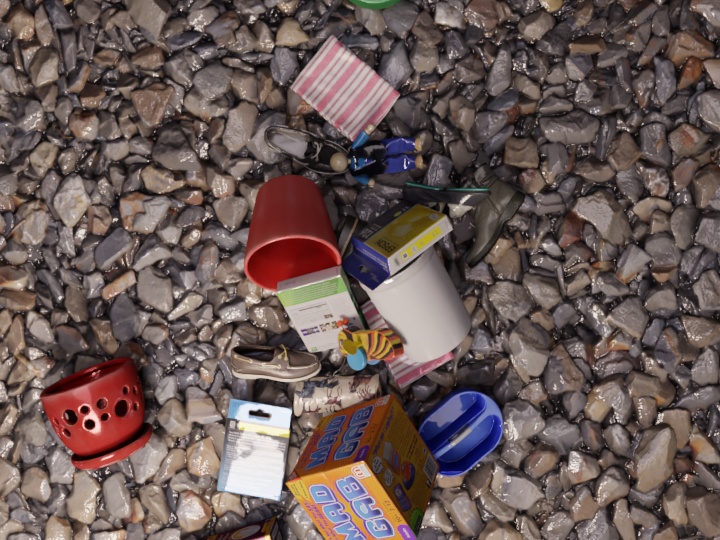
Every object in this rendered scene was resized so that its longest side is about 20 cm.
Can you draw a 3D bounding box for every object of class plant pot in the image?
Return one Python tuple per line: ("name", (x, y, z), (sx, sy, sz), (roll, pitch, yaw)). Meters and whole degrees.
("plant pot", (-0.143, -0.082, 1.554), (0.196, 0.202, 0.181), (-8, 57, 2))
("plant pot", (-0.548, 0.303, 1.595), (0.196, 0.201, 0.186), (-16, 99, 2))

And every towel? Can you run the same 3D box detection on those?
("towel", (0.098, 0.135, 1.650), (0.144, 0.030, 0.203), (-29, 91, 2))
("towel", (-0.033, -0.385, 1.622), (0.199, 0.030, 0.147), (40, 92, -1))

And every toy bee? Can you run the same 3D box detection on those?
("toy bee", (-0.009, 0.147, 1.534), (0.197, 0.131, 0.111), (-21, 85, 19))

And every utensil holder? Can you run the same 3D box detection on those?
("utensil holder", (0.113, 0.058, 1.533), (0.168, 0.170, 0.202), (-30, 110, 3))

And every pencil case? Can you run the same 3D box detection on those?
("pencil case", (-0.051, 0.269, 1.633), (0.195, 0.090, 0.079), (-4, 50, 5))

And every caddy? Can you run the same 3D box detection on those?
("caddy", (0.210, 0.343, 1.618), (0.199, 0.105, 0.142), (-40, 90, 3))

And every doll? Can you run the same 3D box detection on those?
("doll", (0.031, -0.244, 1.605), (0.195, 0.049, 0.139), (-9, 120, -5))

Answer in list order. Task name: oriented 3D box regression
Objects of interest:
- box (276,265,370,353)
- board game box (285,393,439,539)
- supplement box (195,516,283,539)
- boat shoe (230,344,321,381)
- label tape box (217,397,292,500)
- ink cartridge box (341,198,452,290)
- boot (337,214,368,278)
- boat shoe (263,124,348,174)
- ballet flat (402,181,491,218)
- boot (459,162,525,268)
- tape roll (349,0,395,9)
("box", (-0.074, 0.085, 1.581), (0.141, 0.037, 0.202), (-14, 133, 11))
("board game box", (0.010, 0.411, 1.527), (0.197, 0.201, 0.202), (-23, 108, 30))
("supplement box", (-0.269, 0.617, 1.642), (0.196, 0.110, 0.088), (-17, 92, 2))
("boat shoe", (-0.183, 0.193, 1.634), (0.195, 0.072, 0.061), (1, 124, 6))
("label tape box", (-0.226, 0.383, 1.653), (0.141, 0.063, 0.205), (9, 93, 1))
("ink cartridge box", (0.058, -0.059, 1.512), (0.198, 0.197, 0.048), (-34, 115, -11))
("boot", (0.000, 0.000, 1.628), (0.136, 0.077, 0.204), (21, 94, -4))
("boat shoe", (-0.113, -0.261, 1.622), (0.196, 0.060, 0.075), (24, 91, 0))
("ballet flat", (0.180, -0.146, 1.597), (0.196, 0.073, 0.075), (7, 93, 26))
("boot", (0.252, -0.118, 1.628), (0.130, 0.068, 0.202), (35, 93, 12))
("tape roll", (0.032, -0.663, 1.607), (0.195, 0.048, 0.206), (0, 92, 2))
